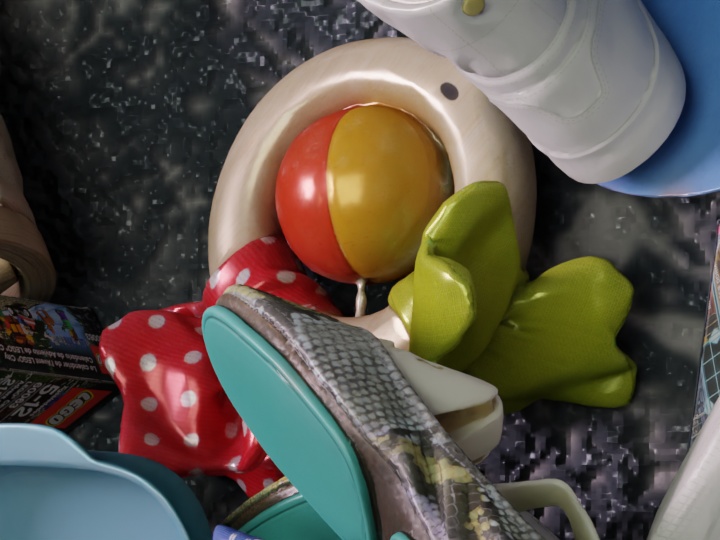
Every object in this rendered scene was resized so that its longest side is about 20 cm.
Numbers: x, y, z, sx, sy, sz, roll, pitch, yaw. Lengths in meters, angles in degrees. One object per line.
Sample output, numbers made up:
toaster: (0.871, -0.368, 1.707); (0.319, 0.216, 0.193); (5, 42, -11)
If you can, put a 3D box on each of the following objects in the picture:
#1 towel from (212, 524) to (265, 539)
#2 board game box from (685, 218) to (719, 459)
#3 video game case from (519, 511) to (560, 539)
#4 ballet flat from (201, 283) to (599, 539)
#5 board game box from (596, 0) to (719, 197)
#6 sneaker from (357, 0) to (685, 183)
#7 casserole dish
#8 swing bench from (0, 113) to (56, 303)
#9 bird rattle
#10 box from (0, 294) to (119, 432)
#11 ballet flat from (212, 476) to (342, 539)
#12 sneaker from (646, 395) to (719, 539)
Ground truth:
towel: (0.014, 0.168, 0.711); (0.200, 0.024, 0.145); (20, 112, 49)
board game box: (0.168, 0.090, 0.800); (0.135, 0.035, 0.200); (8, 89, 29)
video game case: (0.039, 0.194, 0.753); (0.200, 0.024, 0.182); (-58, 41, 7)
ballet flat: (0.025, 0.070, 0.763); (0.072, 0.072, 0.200); (-50, 52, 15)
board game box: (0.135, -0.107, 0.822); (0.158, 0.039, 0.200); (-6, 61, 45)
sneaker: (0.027, -0.121, 0.817); (0.074, 0.116, 0.200); (-45, 37, 12)
casserole dish: (-0.092, 0.141, 0.853); (0.121, 0.039, 0.200); (-1, 106, 25)
swing bench: (-0.225, -0.053, 0.983); (0.200, 0.130, 0.199); (-26, 72, 19)
bird rattle: (0.000, 0.000, 0.889); (0.200, 0.113, 0.163); (-10, 68, 41)
box: (-0.203, 0.078, 0.948); (0.200, 0.137, 0.038); (-37, 67, 21)
ballet flat: (-0.033, 0.123, 0.879); (0.071, 0.071, 0.200); (52, 121, 23)
sneaker: (0.158, 0.043, 0.757); (0.088, 0.075, 0.200); (34, 109, 2)
